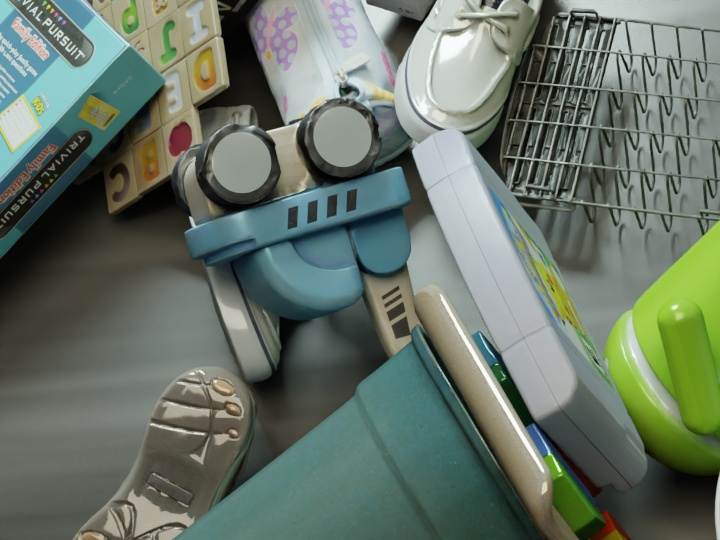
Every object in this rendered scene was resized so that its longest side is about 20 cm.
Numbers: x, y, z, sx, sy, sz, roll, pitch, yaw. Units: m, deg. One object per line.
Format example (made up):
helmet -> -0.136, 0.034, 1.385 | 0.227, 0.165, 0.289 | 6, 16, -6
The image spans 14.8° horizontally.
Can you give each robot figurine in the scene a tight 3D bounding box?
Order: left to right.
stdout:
robot figurine -> 0.220, 0.037, 1.582 | 0.116, 0.175, 0.200 | 45, 118, 1

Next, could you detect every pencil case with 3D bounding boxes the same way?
pencil case -> -0.033, -0.154, 1.778 | 0.083, 0.091, 0.201 | -26, 60, 6

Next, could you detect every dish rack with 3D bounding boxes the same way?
dish rack -> 0.190, -0.086, 1.719 | 0.199, 0.055, 0.154 | 8, 63, 18

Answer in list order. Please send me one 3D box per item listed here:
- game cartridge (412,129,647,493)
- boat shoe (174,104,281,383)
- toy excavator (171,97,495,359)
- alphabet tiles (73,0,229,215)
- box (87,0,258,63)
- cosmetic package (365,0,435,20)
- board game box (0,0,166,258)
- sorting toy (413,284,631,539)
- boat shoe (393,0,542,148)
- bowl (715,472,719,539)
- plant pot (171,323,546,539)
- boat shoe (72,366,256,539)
game cartridge -> 0.092, 0.018, 1.545 | 0.040, 0.133, 0.201 | -33, 54, 13
boat shoe -> -0.060, -0.024, 1.732 | 0.085, 0.075, 0.203 | -16, 51, -1
toy excavator -> 0.000, 0.000, 1.650 | 0.193, 0.100, 0.201 | -15, 90, -17
alphabet tiles -> -0.144, -0.146, 1.770 | 0.166, 0.006, 0.201 | -28, 65, 44
box -> -0.118, -0.222, 1.789 | 0.200, 0.043, 0.161 | -48, 52, 35
cosmetic package -> 0.065, -0.265, 1.806 | 0.050, 0.083, 0.200 | 20, 63, 32
board game box -> -0.237, -0.094, 1.771 | 0.200, 0.047, 0.151 | -46, 47, 1
sorting toy -> 0.108, 0.116, 1.520 | 0.036, 0.200, 0.185 | -32, 42, 3
boat shoe -> 0.078, -0.156, 1.736 | 0.072, 0.066, 0.200 | 27, 48, 4
bowl -> 0.291, 0.140, 1.462 | 0.200, 0.090, 0.202 | -6, 64, 12
plant pot -> 0.006, 0.168, 1.555 | 0.195, 0.200, 0.201 | -34, 61, 3
boat shoe -> -0.118, 0.151, 1.650 | 0.075, 0.072, 0.201 | 33, 92, 9
